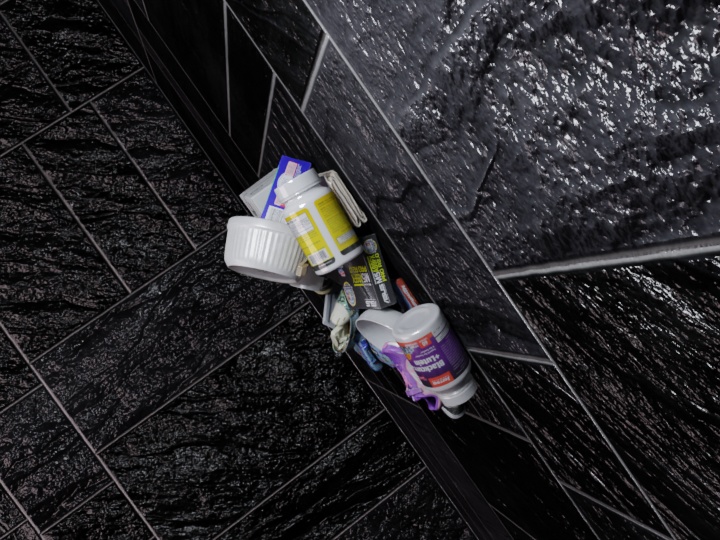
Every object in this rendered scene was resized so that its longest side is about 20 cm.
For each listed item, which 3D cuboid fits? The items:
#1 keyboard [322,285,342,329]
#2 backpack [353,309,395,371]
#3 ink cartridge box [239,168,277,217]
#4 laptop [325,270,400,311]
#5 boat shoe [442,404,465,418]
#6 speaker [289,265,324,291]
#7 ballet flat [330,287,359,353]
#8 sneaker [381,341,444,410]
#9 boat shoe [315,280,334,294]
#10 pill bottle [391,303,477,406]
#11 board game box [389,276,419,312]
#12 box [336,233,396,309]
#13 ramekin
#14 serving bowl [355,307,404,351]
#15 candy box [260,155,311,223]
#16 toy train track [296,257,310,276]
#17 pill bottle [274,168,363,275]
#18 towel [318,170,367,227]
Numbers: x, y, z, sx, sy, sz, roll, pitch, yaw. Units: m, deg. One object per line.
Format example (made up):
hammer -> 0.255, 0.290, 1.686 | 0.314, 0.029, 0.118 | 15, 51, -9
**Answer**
keyboard -> -0.070, 0.065, 1.938 | 0.056, 0.011, 0.200 | 34, -134, -36
backpack -> 0.057, 0.177, 1.905 | 0.200, 0.134, 0.183 | 40, 162, 52
ink cartridge box -> -0.228, -0.204, 1.934 | 0.084, 0.146, 0.200 | 56, 171, -17
laptop -> 0.000, 0.000, 1.805 | 0.187, 0.116, 0.200 | 25, -179, 41
boat shoe -> 0.195, 0.296, 1.882 | 0.200, 0.072, 0.071 | 37, 153, 31
speaker -> -0.112, -0.051, 1.737 | 0.081, 0.200, 0.081 | 12, 180, 0
ballet flat -> -0.043, 0.131, 1.798 | 0.074, 0.074, 0.200 | 46, 147, 42
sneaker -> 0.121, 0.231, 1.571 | 0.200, 0.089, 0.080 | 39, 161, -12
boat shoe -> -0.122, -0.017, 1.937 | 0.200, 0.073, 0.065 | 62, 178, 46
pill bottle -> 0.157, 0.176, 1.483 | 0.200, 0.111, 0.111 | 58, 170, -20
board game box -> 0.127, 0.101, 1.647 | 0.200, 0.019, 0.103 | 56, 168, -9
box -> 0.002, 0.005, 1.637 | 0.200, 0.044, 0.160 | -4, 104, 69
ramekin -> -0.204, -0.041, 1.603 | 0.200, 0.105, 0.200 | 12, 170, 2
serving bowl -> 0.089, 0.142, 1.636 | 0.200, 0.066, 0.200 | 30, 161, 11
candy box -> -0.171, -0.156, 1.714 | 0.077, 0.169, 0.200 | 18, 169, 2
toy train track -> -0.089, -0.033, 1.600 | 0.033, 0.115, 0.200 | 20, -153, 10
pill bottle -> -0.088, -0.101, 1.500 | 0.200, 0.114, 0.114 | 61, 170, -7
towel -> -0.053, -0.154, 1.594 | 0.133, 0.034, 0.200 | 57, 170, -11
